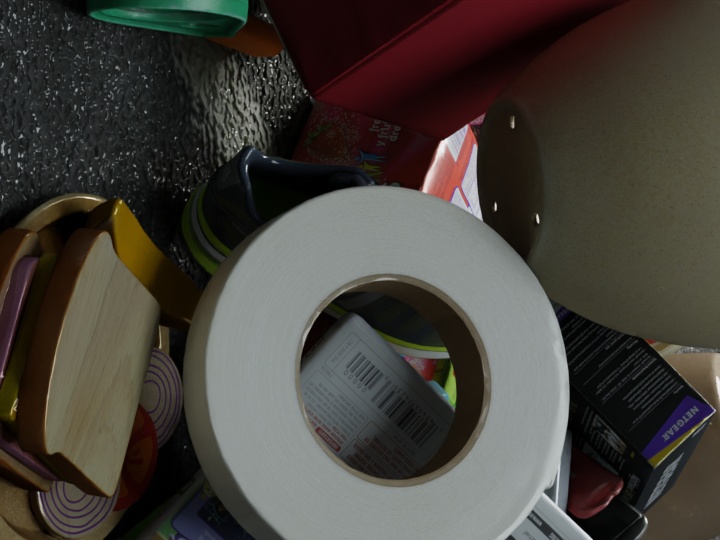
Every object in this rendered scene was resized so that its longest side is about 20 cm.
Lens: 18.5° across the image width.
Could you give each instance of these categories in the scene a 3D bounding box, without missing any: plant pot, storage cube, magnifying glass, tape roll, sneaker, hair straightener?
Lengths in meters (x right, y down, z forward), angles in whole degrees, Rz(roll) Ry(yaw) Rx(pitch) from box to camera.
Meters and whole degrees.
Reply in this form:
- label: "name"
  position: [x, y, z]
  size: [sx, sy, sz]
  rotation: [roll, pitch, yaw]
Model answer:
- label: "plant pot"
  position: [0.140, -0.051, 1.177]
  size: [0.134, 0.200, 0.200]
  rotation: [-6, 104, -19]
- label: "storage cube"
  position: [0.043, -0.197, 1.196]
  size: [0.200, 0.180, 0.171]
  rotation: [9, 51, -64]
- label: "plant pot"
  position: [0.192, 0.136, 1.571]
  size: [0.200, 0.175, 0.200]
  rotation: [-19, 90, -72]
- label: "magnifying glass"
  position: [-0.081, -0.131, 1.155]
  size: [0.200, 0.080, 0.022]
  rotation: [-1, 93, -74]
- label: "tape roll"
  position: [0.011, 0.058, 1.115]
  size: [0.203, 0.037, 0.203]
  rotation: [5, 78, -22]
- label: "sneaker"
  position: [0.004, -0.011, 1.189]
  size: [0.081, 0.200, 0.074]
  rotation: [123, -20, -61]
- label: "hair straightener"
  position: [0.111, 0.131, 1.357]
  size: [0.041, 0.200, 0.077]
  rotation: [-43, 120, -14]

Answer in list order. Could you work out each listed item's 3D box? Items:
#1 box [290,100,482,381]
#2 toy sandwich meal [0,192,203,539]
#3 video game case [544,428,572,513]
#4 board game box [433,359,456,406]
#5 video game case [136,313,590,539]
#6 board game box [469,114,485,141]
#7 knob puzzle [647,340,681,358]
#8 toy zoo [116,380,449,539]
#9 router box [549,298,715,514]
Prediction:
- label: "box"
  position: [0.000, 0.000, 1.305]
  size: [0.100, 0.095, 0.200]
  rotation: [61, 43, -49]
- label: "toy sandwich meal"
  position: [-0.129, 0.052, 1.077]
  size: [0.205, 0.070, 0.205]
  rotation: [-20, 112, -62]
- label: "video game case"
  position: [0.031, 0.182, 1.303]
  size: [0.022, 0.182, 0.200]
  rotation: [1, 94, -63]
- label: "board game box"
  position: [0.038, 0.123, 1.461]
  size: [0.102, 0.048, 0.200]
  rotation: [57, 45, -53]
- label: "video game case"
  position: [0.004, 0.155, 1.160]
  size: [0.182, 0.200, 0.022]
  rotation: [-47, -170, -7]
- label: "board game box"
  position: [0.105, -0.134, 1.496]
  size: [0.159, 0.097, 0.200]
  rotation: [-41, 131, -55]
- label: "knob puzzle"
  position: [0.177, -0.006, 1.551]
  size: [0.030, 0.220, 0.220]
  rotation: [59, 43, -44]
- label: "toy zoo"
  position: [-0.033, 0.126, 1.222]
  size: [0.200, 0.020, 0.131]
  rotation: [-40, 140, -8]
- label: "router box"
  position: [0.129, 0.070, 1.334]
  size: [0.052, 0.157, 0.200]
  rotation: [-41, 167, -12]
